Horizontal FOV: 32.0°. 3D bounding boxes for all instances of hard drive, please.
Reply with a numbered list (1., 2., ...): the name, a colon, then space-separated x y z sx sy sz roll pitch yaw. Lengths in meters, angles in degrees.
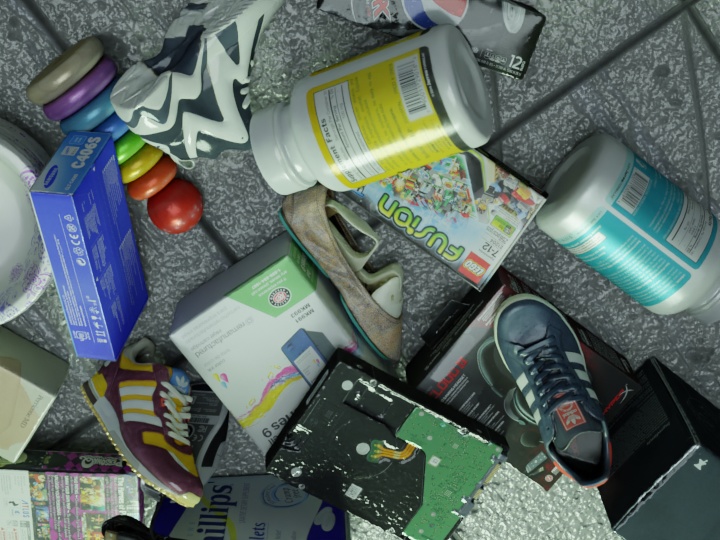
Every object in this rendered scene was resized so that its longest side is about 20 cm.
1. hard drive: 0.027 0.177 1.216 0.200 0.038 0.140 29 107 -14

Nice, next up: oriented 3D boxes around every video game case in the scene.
1. video game case: -0.316 0.274 1.308 0.181 0.036 0.200 3 120 -1

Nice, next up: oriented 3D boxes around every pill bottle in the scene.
1. pill bottle: 0.007 -0.135 1.112 0.200 0.111 0.111 -16 109 22
2. pill bottle: 0.272 -0.032 1.196 0.200 0.111 0.111 36 104 -12

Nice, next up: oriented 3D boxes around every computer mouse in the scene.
1. computer mouse: -0.175 0.199 1.240 0.109 0.200 0.044 2 139 23

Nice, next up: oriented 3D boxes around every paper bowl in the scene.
1. paper bowl: -0.373 -0.051 1.181 0.200 0.104 0.201 0 109 -1

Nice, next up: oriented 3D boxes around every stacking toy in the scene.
1. stacking toy: -0.218 -0.118 1.181 0.085 0.085 0.200 -35 112 10

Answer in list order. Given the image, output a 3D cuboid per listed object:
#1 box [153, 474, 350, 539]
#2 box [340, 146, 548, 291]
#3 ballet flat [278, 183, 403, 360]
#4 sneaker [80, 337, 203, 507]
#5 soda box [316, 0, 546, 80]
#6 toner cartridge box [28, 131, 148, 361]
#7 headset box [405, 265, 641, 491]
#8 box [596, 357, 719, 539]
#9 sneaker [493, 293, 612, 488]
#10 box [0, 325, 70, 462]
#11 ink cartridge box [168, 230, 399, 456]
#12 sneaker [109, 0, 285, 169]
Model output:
1. box: -0.109 0.295 1.260 0.200 0.184 0.105 -4 111 0
2. box: 0.065 -0.082 1.187 0.200 0.035 0.110 35 105 5
3. ballet flat: 0.000 0.000 1.222 0.067 0.068 0.200 -31 107 18
4. sneaker: -0.194 0.140 1.208 0.090 0.200 0.075 -45 141 -3
5. soda box: 0.063 -0.239 1.144 0.200 0.071 0.063 17 107 -7
6. toner cartridge box: -0.247 -0.020 1.162 0.043 0.095 0.200 5 131 11
7. headset box: 0.153 0.101 1.257 0.200 0.077 0.149 36 104 -14
8. box: 0.339 0.220 1.236 0.200 0.197 0.124 38 104 -12
9. sneaker: 0.188 0.116 1.178 0.075 0.085 0.200 -27 107 7
10. box: -0.401 0.094 1.243 0.200 0.078 0.095 30 106 -10
11. ink cartridge box: -0.071 0.085 1.242 0.145 0.088 0.200 -32 109 9
12. sneaker: -0.123 -0.177 1.165 0.199 0.079 0.130 -51 136 -14
